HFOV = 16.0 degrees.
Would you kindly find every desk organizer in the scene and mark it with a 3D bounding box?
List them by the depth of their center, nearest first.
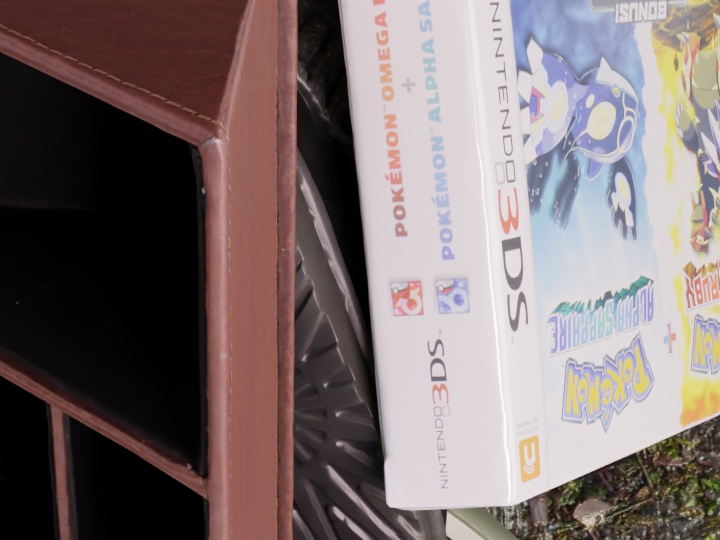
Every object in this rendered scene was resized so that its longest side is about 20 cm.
[{"bbox_3d":[-0.050,0.036,0.444,0.077,0.071,0.201,-82,175,-54],"label":"desk organizer"}]

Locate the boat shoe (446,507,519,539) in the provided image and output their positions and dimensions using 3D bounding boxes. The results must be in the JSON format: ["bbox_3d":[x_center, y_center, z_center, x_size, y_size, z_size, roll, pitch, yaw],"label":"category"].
[{"bbox_3d":[-0.005,0.088,0.880,0.061,0.201,0.072,-52,-137,3],"label":"boat shoe"}]

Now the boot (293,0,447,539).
[{"bbox_3d":[0.002,-0.001,0.778,0.158,0.079,0.212,-51,135,-52],"label":"boot"}]

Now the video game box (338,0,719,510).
[{"bbox_3d":[0.063,-0.036,0.765,0.200,0.047,0.183,-14,102,-59],"label":"video game box"}]

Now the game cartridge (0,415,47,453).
[{"bbox_3d":[-0.062,-0.055,0.559,0.133,0.041,0.201,65,27,-79],"label":"game cartridge"}]
